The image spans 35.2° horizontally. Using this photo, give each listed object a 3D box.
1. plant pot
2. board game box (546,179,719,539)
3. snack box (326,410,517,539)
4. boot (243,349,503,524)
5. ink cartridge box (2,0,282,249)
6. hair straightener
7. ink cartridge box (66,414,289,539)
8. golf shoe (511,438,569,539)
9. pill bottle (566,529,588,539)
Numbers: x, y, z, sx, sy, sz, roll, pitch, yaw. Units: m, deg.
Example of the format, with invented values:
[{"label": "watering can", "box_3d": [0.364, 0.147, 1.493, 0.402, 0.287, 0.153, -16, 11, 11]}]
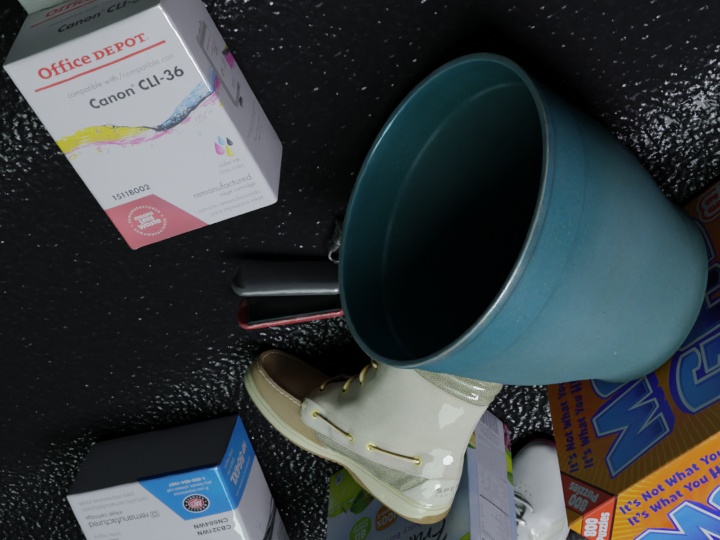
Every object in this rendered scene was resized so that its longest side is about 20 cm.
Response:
[{"label": "plant pot", "box_3d": [0.118, -0.014, 0.745, 0.187, 0.201, 0.200, 19, 131, -32]}, {"label": "board game box", "box_3d": [0.275, 0.097, 0.815, 0.199, 0.201, 0.200, 33, 124, -26]}, {"label": "snack box", "box_3d": [0.047, 0.225, 0.937, 0.068, 0.201, 0.168, 37, 122, -27]}, {"label": "boot", "box_3d": [0.009, 0.080, 0.869, 0.199, 0.072, 0.155, 33, 121, 21]}, {"label": "ink cartridge box", "box_3d": [-0.144, -0.119, 0.731, 0.116, 0.068, 0.201, -17, 128, 16]}, {"label": "hair straightener", "box_3d": [0.000, 0.000, 0.847, 0.198, 0.041, 0.077, -4, 131, 5]}, {"label": "ink cartridge box", "box_3d": [-0.148, 0.243, 1.006, 0.145, 0.084, 0.201, -14, 113, 12]}, {"label": "golf shoe", "box_3d": [0.121, 0.238, 0.968, 0.075, 0.201, 0.091, 21, 179, 34]}, {"label": "pill bottle", "box_3d": [0.225, 0.261, 1.019, 0.199, 0.114, 0.114, -27, 125, 24]}]
